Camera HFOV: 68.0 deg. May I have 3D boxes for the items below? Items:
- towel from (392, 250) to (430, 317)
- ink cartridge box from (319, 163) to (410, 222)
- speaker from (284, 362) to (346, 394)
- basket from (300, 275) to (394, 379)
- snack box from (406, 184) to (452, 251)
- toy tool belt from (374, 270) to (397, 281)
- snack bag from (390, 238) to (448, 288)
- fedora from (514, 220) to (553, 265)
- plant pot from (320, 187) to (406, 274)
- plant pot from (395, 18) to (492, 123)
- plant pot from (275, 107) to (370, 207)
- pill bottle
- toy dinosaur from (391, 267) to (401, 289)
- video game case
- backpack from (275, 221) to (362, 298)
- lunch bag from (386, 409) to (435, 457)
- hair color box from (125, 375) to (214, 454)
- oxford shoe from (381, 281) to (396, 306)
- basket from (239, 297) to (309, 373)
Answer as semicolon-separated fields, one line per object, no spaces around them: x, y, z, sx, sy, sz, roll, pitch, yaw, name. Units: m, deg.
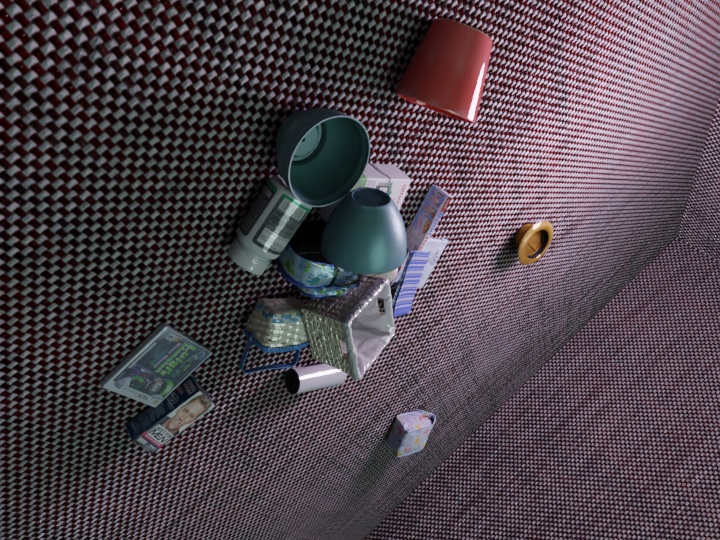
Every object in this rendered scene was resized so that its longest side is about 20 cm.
0.147;0.040;1.575;0.144;0.024;0.202;-1;112;-62;towel
0.014;-0.187;1.341;0.198;0.084;0.147;-7;130;-39;ink cartridge box
-0.141;0.337;1.691;0.198;0.081;0.082;-1;126;-44;speaker
-0.026;0.130;1.393;0.200;0.159;0.200;-45;139;-39;basket
0.192;-0.147;1.571;0.024;0.072;0.202;6;120;-45;snack box
0.000;0.000;1.495;0.199;0.126;0.123;-39;127;17;toy tool belt
0.183;-0.026;1.722;0.187;0.021;0.202;2;123;-47;snack bag
0.654;-0.118;2.058;0.199;0.082;0.203;-22;133;-25;fedora
0.015;-0.104;1.191;0.198;0.200;0.136;-17;132;-33;plant pot
0.199;-0.450;1.205;0.199;0.200;0.179;4;112;-47;plant pot
-0.097;-0.254;1.123;0.199;0.134;0.202;-26;139;-25;plant pot
-0.203;-0.098;1.184;0.201;0.113;0.113;-53;144;10;pill bottle
0.045;0.034;1.627;0.181;0.105;0.200;-36;178;-29;toy dinosaur
-0.487;0.234;1.292;0.200;0.023;0.182;-44;145;-4;video game case
-0.104;-0.024;1.298;0.198;0.184;0.148;2;126;-33;backpack
0.236;0.727;2.411;0.198;0.127;0.171;-3;125;-31;lunch bag
-0.492;0.377;1.392;0.199;0.060;0.100;-37;144;-14;hair color box
0.109;0.096;1.693;0.084;0.073;0.200;-27;158;-1;oxford shoe
-0.218;0.174;1.400;0.175;0.139;0.202;1;112;-44;basket
